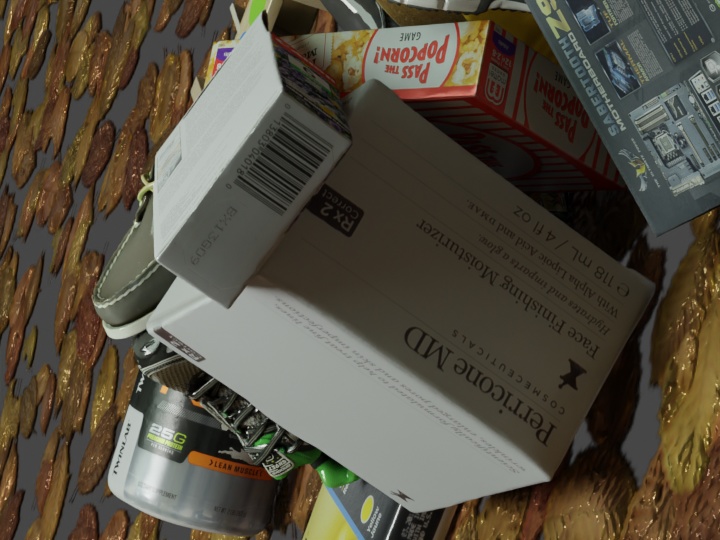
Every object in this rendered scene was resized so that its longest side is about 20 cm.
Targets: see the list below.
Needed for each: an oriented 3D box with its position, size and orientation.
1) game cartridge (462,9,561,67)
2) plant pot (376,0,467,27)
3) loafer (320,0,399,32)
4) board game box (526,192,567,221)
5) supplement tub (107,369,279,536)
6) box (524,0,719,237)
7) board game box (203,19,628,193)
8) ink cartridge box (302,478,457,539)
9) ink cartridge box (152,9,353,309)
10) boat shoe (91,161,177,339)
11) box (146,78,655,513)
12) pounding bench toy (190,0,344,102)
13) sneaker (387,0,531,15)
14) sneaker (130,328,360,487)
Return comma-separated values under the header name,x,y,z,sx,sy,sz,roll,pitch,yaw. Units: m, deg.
name,x,y,z,sx,sy,sz,roll,pitch,yaw
game cartridge,0.092,-0.214,1.444,0.177,0.199,0.032,-52,10,26
plant pot,0.110,-0.242,1.531,0.200,0.186,0.187,-38,38,38
loafer,0.004,-0.165,1.686,0.073,0.072,0.201,124,152,-48
board game box,0.074,-0.021,1.663,0.200,0.023,0.105,127,150,-47
supplement tub,-0.099,0.080,1.923,0.122,0.122,0.201,-152,78,-71
box,0.150,-0.130,1.305,0.201,0.051,0.158,61,152,2
board game box,0.033,-0.088,1.510,0.199,0.151,0.047,-1,71,40
ink cartridge box,-0.006,0.176,1.706,0.200,0.047,0.199,-134,62,-67
ink cartridge box,-0.059,-0.064,1.407,0.109,0.050,0.200,-52,14,11
boat shoe,-0.097,-0.049,1.580,0.072,0.060,0.202,10,56,50
box,0.018,0.021,1.472,0.131,0.198,0.200,-60,14,-20
pounding bench toy,-0.022,-0.140,1.872,0.200,0.124,0.157,-114,43,-62
sneaker,0.105,-0.171,1.411,0.074,0.199,0.081,-108,25,-77
sneaker,-0.054,0.074,1.598,0.078,0.199,0.086,-22,58,38
